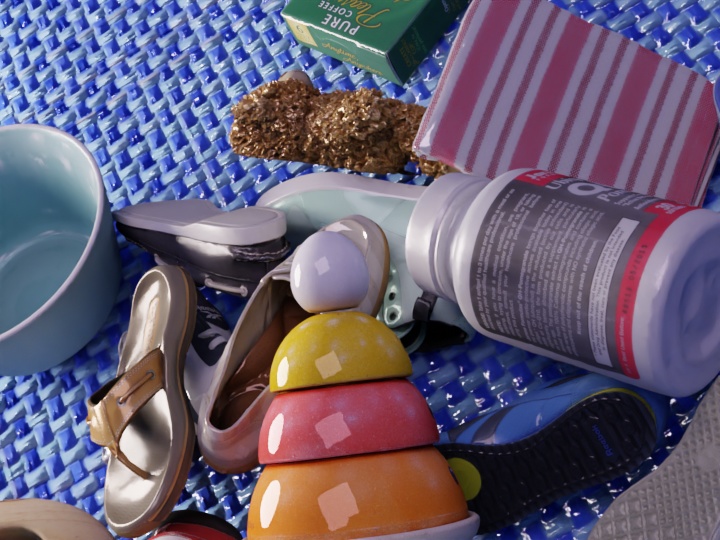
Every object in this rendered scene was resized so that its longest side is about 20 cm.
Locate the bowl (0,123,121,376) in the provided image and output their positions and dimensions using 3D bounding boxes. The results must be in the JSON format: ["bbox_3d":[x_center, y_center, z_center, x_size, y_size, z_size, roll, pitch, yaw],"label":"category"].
[{"bbox_3d":[-0.261,0.000,1.218,0.199,0.105,0.202,-12,55,17],"label":"bowl"}]

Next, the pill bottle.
[{"bbox_3d":[0.127,-0.001,0.981,0.199,0.111,0.111,17,67,40],"label":"pill bottle"}]

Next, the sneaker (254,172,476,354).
[{"bbox_3d":[0.000,0.000,1.124,0.199,0.074,0.119,4,64,27],"label":"sneaker"}]

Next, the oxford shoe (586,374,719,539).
[{"bbox_3d":[0.200,0.141,0.957,0.075,0.058,0.201,38,94,39],"label":"oxford shoe"}]

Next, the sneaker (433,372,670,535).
[{"bbox_3d":[0.105,0.112,1.021,0.199,0.066,0.078,-23,10,23],"label":"sneaker"}]

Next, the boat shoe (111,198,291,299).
[{"bbox_3d":[-0.119,-0.017,1.183,0.074,0.061,0.199,-18,18,-39],"label":"boat shoe"}]

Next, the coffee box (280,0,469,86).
[{"bbox_3d":[0.041,-0.249,1.286,0.123,0.044,0.200,25,71,35],"label":"coffee box"}]

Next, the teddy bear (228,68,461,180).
[{"bbox_3d":[0.007,-0.103,1.146,0.199,0.145,0.067,10,96,28],"label":"teddy bear"}]

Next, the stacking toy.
[{"bbox_3d":[-0.009,0.076,0.962,0.145,0.146,0.202,-7,87,19],"label":"stacking toy"}]

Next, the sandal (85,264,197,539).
[{"bbox_3d":[-0.148,0.080,1.046,0.080,0.054,0.201,-29,48,39],"label":"sandal"}]

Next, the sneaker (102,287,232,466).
[{"bbox_3d":[-0.091,0.060,1.119,0.198,0.079,0.130,-19,61,24],"label":"sneaker"}]

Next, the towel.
[{"bbox_3d":[0.146,-0.098,1.089,0.199,0.030,0.147,25,68,-3],"label":"towel"}]

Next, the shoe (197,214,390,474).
[{"bbox_3d":[-0.042,0.040,1.037,0.070,0.053,0.201,22,65,23],"label":"shoe"}]

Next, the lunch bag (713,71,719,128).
[{"bbox_3d":[0.337,-0.096,1.031,0.199,0.083,0.162,-21,54,10],"label":"lunch bag"}]

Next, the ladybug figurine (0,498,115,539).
[{"bbox_3d":[-0.236,0.225,1.081,0.199,0.072,0.137,-8,56,20],"label":"ladybug figurine"}]

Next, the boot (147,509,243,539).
[{"bbox_3d":[-0.049,0.219,1.006,0.199,0.144,0.073,34,91,-1],"label":"boot"}]
